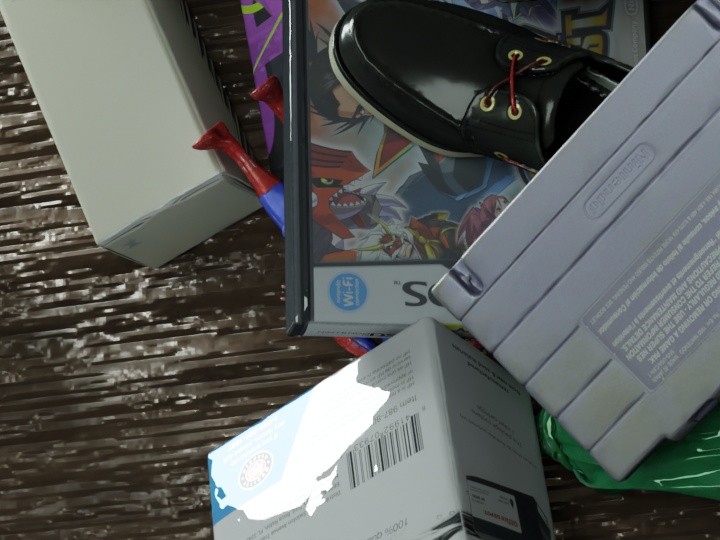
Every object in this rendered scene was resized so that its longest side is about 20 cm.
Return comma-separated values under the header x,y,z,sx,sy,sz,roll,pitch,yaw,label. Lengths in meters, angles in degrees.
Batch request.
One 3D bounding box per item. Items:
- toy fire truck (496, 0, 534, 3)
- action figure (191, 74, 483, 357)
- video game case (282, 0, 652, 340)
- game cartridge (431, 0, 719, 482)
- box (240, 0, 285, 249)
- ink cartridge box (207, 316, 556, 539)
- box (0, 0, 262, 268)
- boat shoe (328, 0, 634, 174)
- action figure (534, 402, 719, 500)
x,y,z,sx,sy,sz,roll,pitch,yaw,label
0.137,-0.219,1.244,0.175,0.200,0.129,-9,106,11,toy fire truck
0.000,0.000,1.272,0.065,0.052,0.200,-40,93,15,action figure
0.053,-0.065,1.249,0.180,0.026,0.201,2,75,-10,video game case
0.142,-0.017,1.154,0.130,0.038,0.200,44,108,5,game cartridge
0.015,-0.112,1.321,0.142,0.036,0.201,-16,76,18,box
0.013,0.147,1.190,0.144,0.084,0.201,-32,44,27,ink cartridge box
-0.126,-0.109,1.359,0.082,0.068,0.201,-28,71,14,box
0.082,-0.080,1.215,0.201,0.063,0.074,25,72,-2,boat shoe
0.161,0.063,1.209,0.199,0.055,0.119,-11,99,28,action figure
